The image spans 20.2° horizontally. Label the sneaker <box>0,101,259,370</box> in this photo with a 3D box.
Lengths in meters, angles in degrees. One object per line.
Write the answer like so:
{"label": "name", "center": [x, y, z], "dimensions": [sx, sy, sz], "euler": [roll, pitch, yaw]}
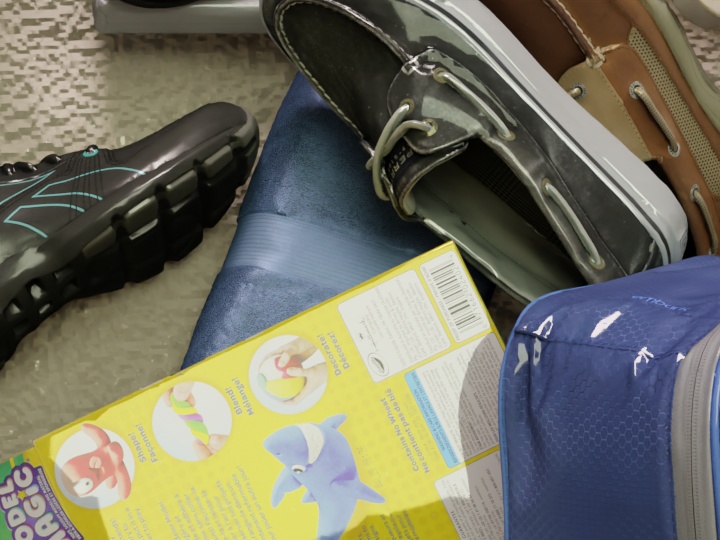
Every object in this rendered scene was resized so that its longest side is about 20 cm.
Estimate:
{"label": "sneaker", "center": [-0.132, -0.020, 0.803], "dimensions": [0.200, 0.075, 0.079], "euler": [-33, 71, -16]}

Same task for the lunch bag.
{"label": "lunch bag", "center": [0.156, 0.067, 0.717], "dimensions": [0.200, 0.132, 0.136], "euler": [-14, 102, -49]}

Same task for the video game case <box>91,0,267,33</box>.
{"label": "video game case", "center": [-0.023, -0.184, 0.906], "dimensions": [0.199, 0.022, 0.183], "euler": [-1, 60, -10]}

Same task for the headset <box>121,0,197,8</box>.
{"label": "headset", "center": [-0.066, -0.158, 0.844], "dimensions": [0.199, 0.094, 0.124], "euler": [10, 62, 14]}

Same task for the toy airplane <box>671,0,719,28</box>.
{"label": "toy airplane", "center": [0.195, -0.173, 0.880], "dimensions": [0.199, 0.141, 0.200], "euler": [10, 50, -26]}

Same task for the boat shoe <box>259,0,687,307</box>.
{"label": "boat shoe", "center": [0.036, -0.052, 0.774], "dimensions": [0.200, 0.072, 0.071], "euler": [37, 46, 7]}

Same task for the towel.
{"label": "towel", "center": [0.000, 0.000, 0.832], "dimensions": [0.111, 0.049, 0.200], "euler": [19, 67, 0]}

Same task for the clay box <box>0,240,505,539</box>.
{"label": "clay box", "center": [-0.031, 0.084, 0.748], "dimensions": [0.200, 0.048, 0.115], "euler": [-25, 84, -5]}

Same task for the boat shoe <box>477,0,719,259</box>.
{"label": "boat shoe", "center": [0.097, -0.067, 0.820], "dimensions": [0.200, 0.076, 0.072], "euler": [40, 62, -25]}
